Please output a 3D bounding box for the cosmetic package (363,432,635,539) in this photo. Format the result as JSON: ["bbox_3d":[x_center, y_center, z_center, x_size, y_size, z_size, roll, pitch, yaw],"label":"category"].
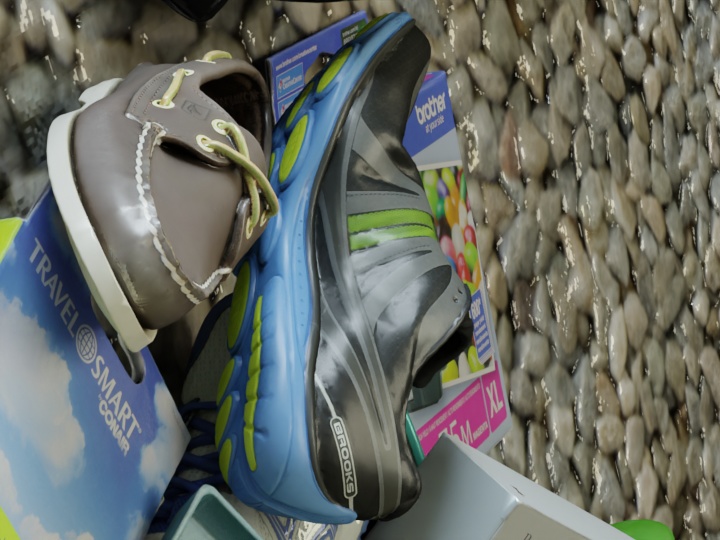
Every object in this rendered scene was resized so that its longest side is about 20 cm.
[{"bbox_3d":[0.051,0.161,0.991,0.151,0.052,0.200,-51,142,5],"label":"cosmetic package"}]

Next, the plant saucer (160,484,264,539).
[{"bbox_3d":[-0.078,0.168,0.801,0.070,0.019,0.201,48,55,-31],"label":"plant saucer"}]

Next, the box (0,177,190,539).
[{"bbox_3d":[-0.119,0.079,0.768,0.201,0.047,0.122,-69,145,-47],"label":"box"}]

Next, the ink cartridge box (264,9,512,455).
[{"bbox_3d":[0.014,-0.007,1.093,0.119,0.042,0.201,-35,114,-63],"label":"ink cartridge box"}]

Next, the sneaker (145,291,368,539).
[{"bbox_3d":[-0.046,0.094,0.893,0.088,0.075,0.201,34,52,-56],"label":"sneaker"}]

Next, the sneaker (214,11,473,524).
[{"bbox_3d":[0.000,0.000,0.904,0.082,0.071,0.201,19,59,-20],"label":"sneaker"}]

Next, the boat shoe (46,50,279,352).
[{"bbox_3d":[-0.059,-0.030,0.830,0.200,0.059,0.072,-93,163,-75],"label":"boat shoe"}]

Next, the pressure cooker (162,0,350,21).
[{"bbox_3d":[-0.003,-0.187,0.935,0.200,0.177,0.177,-20,105,-65],"label":"pressure cooker"}]

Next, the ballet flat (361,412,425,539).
[{"bbox_3d":[0.013,0.120,1.020,0.201,0.073,0.073,65,30,-43],"label":"ballet flat"}]

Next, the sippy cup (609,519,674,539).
[{"bbox_3d":[0.158,0.199,1.241,0.178,0.129,0.141,25,62,-62],"label":"sippy cup"}]
